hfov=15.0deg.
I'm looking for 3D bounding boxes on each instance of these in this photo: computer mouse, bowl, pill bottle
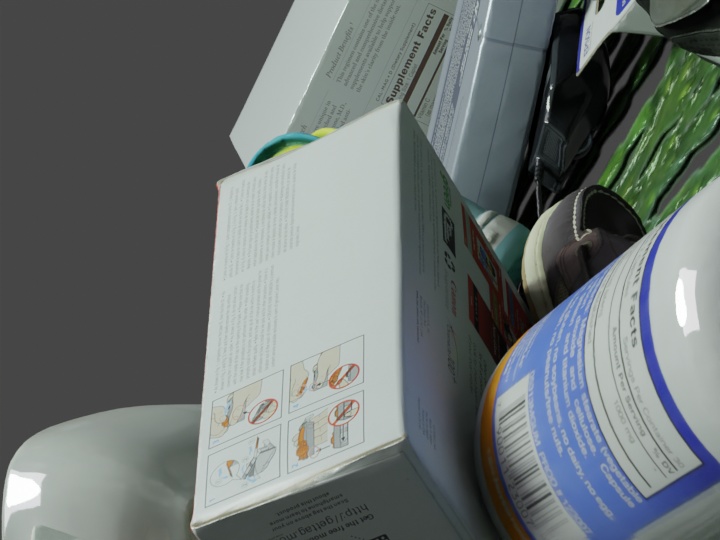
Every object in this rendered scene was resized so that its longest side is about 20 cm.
[{"bbox_3d":[0.094,-0.037,1.261,0.059,0.034,0.201,107,173,-60],"label":"computer mouse"},{"bbox_3d":[-0.064,0.156,1.178,0.074,0.200,0.201,-8,88,31],"label":"bowl"},{"bbox_3d":[0.123,0.031,0.834,0.200,0.111,0.113,-43,26,58],"label":"pill bottle"}]

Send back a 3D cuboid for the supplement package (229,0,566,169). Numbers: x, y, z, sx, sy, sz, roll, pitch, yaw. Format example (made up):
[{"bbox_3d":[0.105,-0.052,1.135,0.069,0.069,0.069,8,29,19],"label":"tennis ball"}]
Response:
[{"bbox_3d":[0.024,-0.126,1.508,0.201,0.110,0.156,-63,13,8],"label":"supplement package"}]

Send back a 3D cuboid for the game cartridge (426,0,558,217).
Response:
[{"bbox_3d":[0.058,-0.072,1.343,0.133,0.041,0.201,-83,5,-69],"label":"game cartridge"}]

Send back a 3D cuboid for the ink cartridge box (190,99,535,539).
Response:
[{"bbox_3d":[0.020,0.072,0.983,0.083,0.176,0.201,-23,32,16],"label":"ink cartridge box"}]

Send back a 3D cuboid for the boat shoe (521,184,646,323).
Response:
[{"bbox_3d":[0.104,0.021,1.034,0.065,0.072,0.200,-45,17,24],"label":"boat shoe"}]

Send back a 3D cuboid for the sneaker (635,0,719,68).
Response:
[{"bbox_3d":[0.149,-0.102,1.010,0.067,0.090,0.200,-66,13,0],"label":"sneaker"}]

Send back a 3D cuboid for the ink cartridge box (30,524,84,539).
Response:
[{"bbox_3d":[-0.051,0.194,1.036,0.047,0.199,0.160,-58,15,26],"label":"ink cartridge box"}]

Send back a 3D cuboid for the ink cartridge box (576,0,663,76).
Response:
[{"bbox_3d":[0.160,-0.175,1.220,0.200,0.037,0.095,-51,20,42],"label":"ink cartridge box"}]

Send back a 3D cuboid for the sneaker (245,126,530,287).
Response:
[{"bbox_3d":[0.000,0.000,1.256,0.080,0.130,0.200,-54,-6,-27],"label":"sneaker"}]
